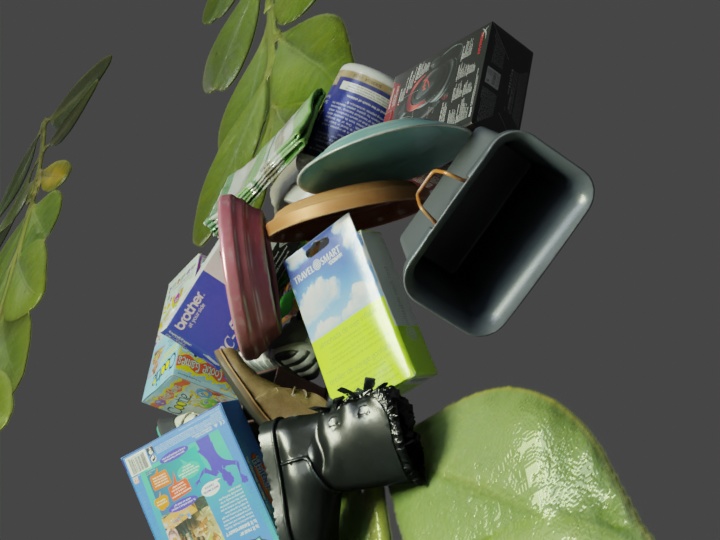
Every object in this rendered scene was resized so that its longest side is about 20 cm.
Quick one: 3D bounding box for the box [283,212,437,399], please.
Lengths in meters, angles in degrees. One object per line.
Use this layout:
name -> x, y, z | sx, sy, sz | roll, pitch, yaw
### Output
box -> -0.005, 0.051, 1.250 | 0.122, 0.048, 0.200 | -35, 66, 34

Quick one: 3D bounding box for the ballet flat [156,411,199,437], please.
ballet flat -> -0.214, 0.234, 1.497 | 0.073, 0.073, 0.200 | -57, 35, 8

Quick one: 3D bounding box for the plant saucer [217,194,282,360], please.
plant saucer -> -0.130, 0.006, 1.347 | 0.051, 0.201, 0.201 | -9, 41, 0

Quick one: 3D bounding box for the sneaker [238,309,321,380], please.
sneaker -> -0.085, 0.088, 1.432 | 0.200, 0.075, 0.116 | -14, 39, 55

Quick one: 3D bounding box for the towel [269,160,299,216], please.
towel -> -0.060, -0.160, 1.612 | 0.200, 0.034, 0.133 | -50, 21, 13

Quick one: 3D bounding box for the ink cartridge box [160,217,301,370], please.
ink cartridge box -> -0.169, 0.021, 1.474 | 0.200, 0.094, 0.044 | -61, 13, -22

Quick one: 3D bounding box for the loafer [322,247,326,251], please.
loafer -> 0.000, 0.000, 1.358 | 0.072, 0.073, 0.200 | -56, 30, -2

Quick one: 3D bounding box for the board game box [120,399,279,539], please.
board game box -> -0.165, 0.268, 1.260 | 0.152, 0.045, 0.200 | -29, 78, 20

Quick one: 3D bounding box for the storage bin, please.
storage bin -> 0.118, -0.058, 1.165 | 0.200, 0.145, 0.134 | -56, 19, 9

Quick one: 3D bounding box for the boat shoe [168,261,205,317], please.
boat shoe -> -0.188, 0.009, 1.541 | 0.200, 0.069, 0.071 | -52, 1, -38

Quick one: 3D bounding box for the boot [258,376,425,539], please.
boot -> -0.010, 0.219, 1.161 | 0.162, 0.073, 0.199 | -18, 82, 21

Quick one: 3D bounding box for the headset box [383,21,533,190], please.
headset box -> 0.102, -0.186, 1.349 | 0.200, 0.075, 0.149 | -22, 47, 48

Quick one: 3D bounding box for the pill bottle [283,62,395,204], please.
pill bottle -> -0.015, -0.159, 1.473 | 0.116, 0.116, 0.200 | 17, 80, 61

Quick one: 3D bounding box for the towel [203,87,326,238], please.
towel -> -0.126, -0.145, 1.473 | 0.200, 0.031, 0.149 | -43, 20, 31

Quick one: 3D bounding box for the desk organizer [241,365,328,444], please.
desk organizer -> -0.108, 0.221, 1.326 | 0.072, 0.077, 0.201 | -20, 48, 50

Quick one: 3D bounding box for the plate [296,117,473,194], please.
plate -> 0.025, -0.129, 1.231 | 0.200, 0.200, 0.026 | -28, 72, 45

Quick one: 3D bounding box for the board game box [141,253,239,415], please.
board game box -> -0.223, 0.097, 1.585 | 0.105, 0.103, 0.200 | -39, 35, 46

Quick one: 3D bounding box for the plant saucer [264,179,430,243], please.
plant saucer -> -0.016, -0.071, 1.325 | 0.200, 0.200, 0.032 | -21, 81, 50

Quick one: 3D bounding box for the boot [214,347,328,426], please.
boot -> -0.085, 0.153, 1.264 | 0.075, 0.200, 0.074 | -41, -10, -10

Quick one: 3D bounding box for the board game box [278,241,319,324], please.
board game box -> -0.098, 0.003, 1.536 | 0.095, 0.030, 0.200 | -35, 29, 39
